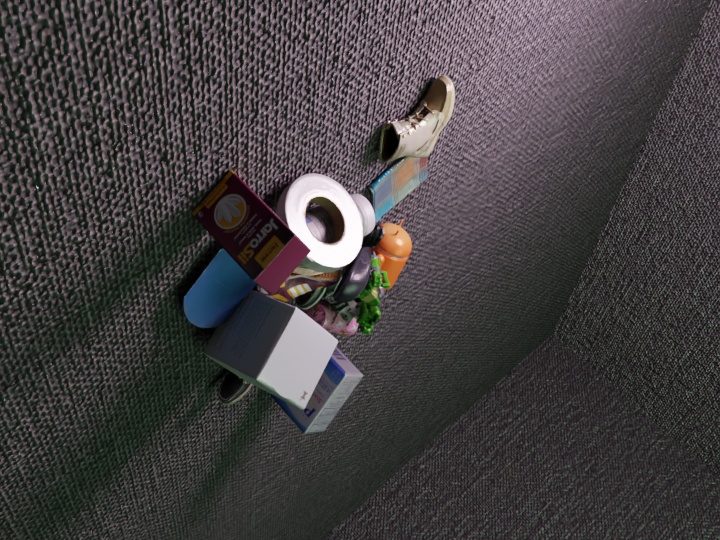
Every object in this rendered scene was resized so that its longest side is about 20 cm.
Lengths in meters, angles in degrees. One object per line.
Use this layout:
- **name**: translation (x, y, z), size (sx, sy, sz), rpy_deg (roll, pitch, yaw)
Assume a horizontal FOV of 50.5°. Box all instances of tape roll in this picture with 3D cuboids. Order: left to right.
- **tape roll**: translation (-0.081, -0.096, 1.552), size (0.200, 0.207, 0.037), rpy_deg (-22, 178, -44)

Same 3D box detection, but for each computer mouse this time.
- **computer mouse**: translation (0.000, 0.000, 1.726), size (0.139, 0.052, 0.202), rpy_deg (-48, -169, 50)

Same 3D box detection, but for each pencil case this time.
- **pencil case**: translation (-0.079, 0.127, 1.987), size (0.199, 0.081, 0.089), rpy_deg (17, 95, -63)

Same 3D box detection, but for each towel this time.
- **towel**: translation (0.095, -0.217, 1.868), size (0.199, 0.022, 0.148), rpy_deg (-42, 154, -18)

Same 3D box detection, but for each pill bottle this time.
- **pill bottle**: translation (-0.067, -0.092, 1.668), size (0.198, 0.114, 0.115), rpy_deg (-27, 148, -38)

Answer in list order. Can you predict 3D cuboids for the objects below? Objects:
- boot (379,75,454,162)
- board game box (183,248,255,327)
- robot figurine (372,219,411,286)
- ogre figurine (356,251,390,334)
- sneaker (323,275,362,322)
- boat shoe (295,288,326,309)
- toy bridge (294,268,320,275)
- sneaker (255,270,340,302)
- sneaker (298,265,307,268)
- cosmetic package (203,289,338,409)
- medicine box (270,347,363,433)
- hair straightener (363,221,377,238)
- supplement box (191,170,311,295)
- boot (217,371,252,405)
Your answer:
- **boot**: translation (0.124, -0.334, 1.700), size (0.153, 0.072, 0.203), rpy_deg (-17, 140, -45)
- **board game box**: translation (-0.287, 0.021, 1.557), size (0.202, 0.039, 0.158), rpy_deg (-53, 148, 1)
- **robot figurine**: translation (0.059, -0.035, 1.951), size (0.141, 0.117, 0.203), rpy_deg (2, 127, -41)
- **ogre figurine**: translation (0.024, 0.049, 1.835), size (0.095, 0.122, 0.203), rpy_deg (-8, 135, 9)
- **sneaker**: translation (-0.040, 0.077, 1.900), size (0.198, 0.091, 0.073), rpy_deg (27, 142, -36)
- **boat shoe**: translation (-0.099, -0.003, 1.784), size (0.202, 0.073, 0.060), rpy_deg (-56, 154, 6)
- **toy bridge**: translation (-0.112, -0.021, 1.684), size (0.195, 0.068, 0.028), rpy_deg (-10, 140, -29)
- **sneaker**: translation (-0.141, 0.024, 1.719), size (0.195, 0.076, 0.091), rpy_deg (1, 138, -26)
- **sneaker**: translation (-0.165, -0.038, 1.520), size (0.197, 0.090, 0.077), rpy_deg (27, 127, -29)
- **cosmetic package**: translation (-0.190, 0.163, 1.624), size (0.167, 0.197, 0.169), rpy_deg (42, 71, -44)
- **medicine box**: translation (-0.125, 0.293, 2.019), size (0.202, 0.182, 0.102), rpy_deg (-54, 153, 11)
- **hair straightener**: translation (-0.037, -0.059, 1.831), size (0.199, 0.041, 0.077), rpy_deg (-43, -174, -2)
- **supplement box**: translation (-0.198, -0.069, 1.382), size (0.111, 0.200, 0.086), rpy_deg (-46, 154, -1)
- **boot**: translation (-0.281, 0.209, 1.778), size (0.201, 0.073, 0.151), rpy_deg (-49, 156, -10)
